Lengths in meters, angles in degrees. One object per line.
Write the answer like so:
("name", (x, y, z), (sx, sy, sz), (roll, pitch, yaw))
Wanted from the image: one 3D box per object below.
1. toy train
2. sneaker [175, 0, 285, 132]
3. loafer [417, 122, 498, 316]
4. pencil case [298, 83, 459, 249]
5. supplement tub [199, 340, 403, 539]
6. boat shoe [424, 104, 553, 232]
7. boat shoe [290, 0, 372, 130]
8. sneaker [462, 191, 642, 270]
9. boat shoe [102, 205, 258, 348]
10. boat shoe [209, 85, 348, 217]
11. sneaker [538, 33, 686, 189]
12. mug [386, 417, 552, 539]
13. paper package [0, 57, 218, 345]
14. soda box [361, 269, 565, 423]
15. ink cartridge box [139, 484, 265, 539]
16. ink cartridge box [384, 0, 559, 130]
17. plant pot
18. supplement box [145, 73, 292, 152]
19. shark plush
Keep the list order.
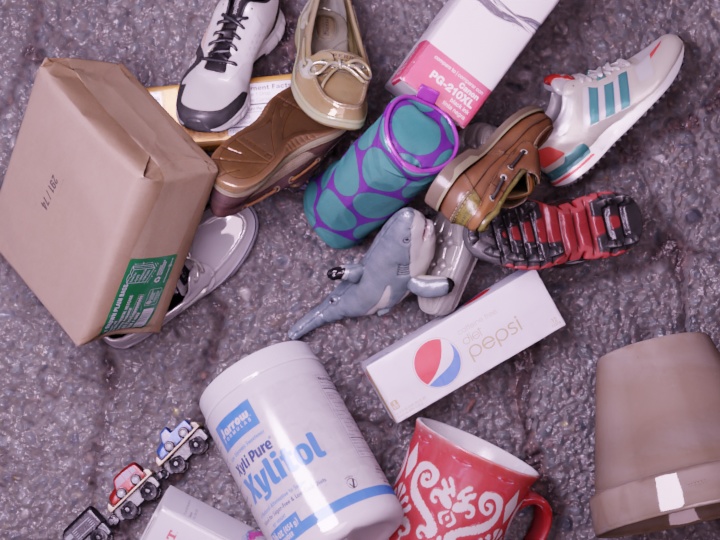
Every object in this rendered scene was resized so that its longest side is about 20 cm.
("toy train", (-0.227, 0.219, 1.747), (0.200, 0.034, 0.046), (-43, 81, -1))
("sneaker", (-0.129, -0.216, 1.672), (0.073, 0.080, 0.201), (12, 51, 9))
("loafer", (0.112, -0.047, 1.743), (0.070, 0.070, 0.201), (21, 87, -35))
("pencil case", (0.016, -0.096, 1.672), (0.085, 0.200, 0.093), (26, 61, -16))
("supplement tub", (-0.058, 0.185, 1.676), (0.131, 0.132, 0.201), (-30, 69, -3))
("boat shoe", (0.137, -0.091, 1.652), (0.068, 0.072, 0.200), (37, 45, 13))
("boat shoe", (-0.026, -0.210, 1.672), (0.073, 0.201, 0.063), (10, 128, -11))
("sneaker", (0.179, -0.035, 1.724), (0.199, 0.098, 0.071), (-7, 85, -28))
("boat shoe", (-0.182, 0.002, 1.727), (0.200, 0.066, 0.072), (-37, 93, -2))
("boat shoe", (-0.073, -0.114, 1.659), (0.072, 0.072, 0.200), (35, 51, 16))
("sneaker", (0.239, -0.180, 1.751), (0.093, 0.070, 0.200), (43, 91, -10))
("mug", (0.096, 0.273, 1.724), (0.177, 0.133, 0.201), (25, 93, -3))
("paper package", (-0.244, -0.064, 1.625), (0.191, 0.103, 0.201), (46, 125, 32))
("soda box", (0.103, 0.074, 1.751), (0.199, 0.064, 0.068), (-30, 93, -2))
("ink cartridge box", (-0.139, 0.326, 1.718), (0.199, 0.085, 0.145), (28, 100, -5))
("ink cartridge box", (0.120, -0.239, 1.704), (0.084, 0.145, 0.200), (37, 89, -6))
("plant pot", (0.309, 0.160, 1.718), (0.199, 0.200, 0.175), (-11, 76, -4))
("supplement box", (-0.149, -0.153, 1.727), (0.198, 0.067, 0.069), (-4, 89, -5))
("shark plush", (0.000, 0.000, 1.719), (0.199, 0.083, 0.091), (-26, 62, 34))
